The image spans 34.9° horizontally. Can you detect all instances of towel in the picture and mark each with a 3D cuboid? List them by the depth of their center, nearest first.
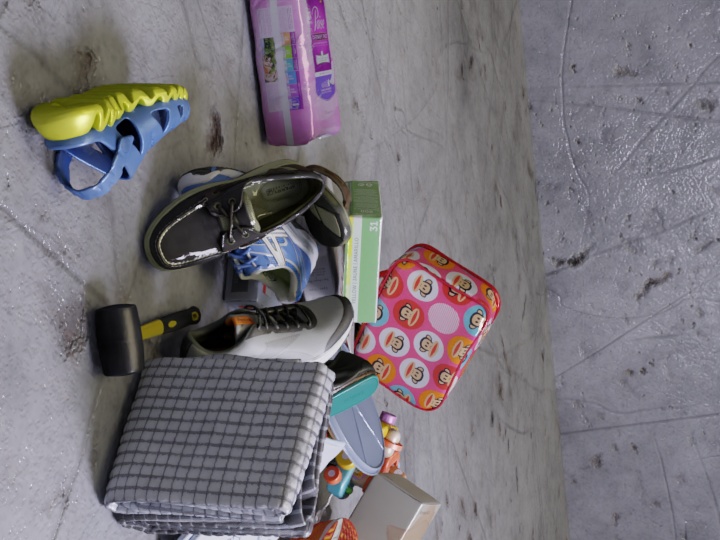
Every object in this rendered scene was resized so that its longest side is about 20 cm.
[{"bbox_3d":[-0.124,0.164,1.073,0.086,0.199,0.166,67,29,-48],"label":"towel"}]

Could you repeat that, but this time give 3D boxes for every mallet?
[{"bbox_3d":[-0.202,0.047,1.121,0.200,0.041,0.066,-44,126,-72],"label":"mallet"}]

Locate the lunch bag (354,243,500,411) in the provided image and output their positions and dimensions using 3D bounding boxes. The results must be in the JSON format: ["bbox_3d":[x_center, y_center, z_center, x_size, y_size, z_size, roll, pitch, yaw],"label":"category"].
[{"bbox_3d":[0.073,0.071,1.527,0.201,0.176,0.082,-62,171,31],"label":"lunch bag"}]

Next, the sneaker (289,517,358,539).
[{"bbox_3d":[-0.079,0.359,1.379,0.200,0.077,0.073,-13,82,-55],"label":"sneaker"}]

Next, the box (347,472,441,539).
[{"bbox_3d":[0.014,0.367,1.490,0.201,0.078,0.095,-60,157,2],"label":"box"}]

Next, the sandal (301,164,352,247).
[{"bbox_3d":[-0.044,-0.089,1.305,0.201,0.057,0.080,-129,-158,-64],"label":"sandal"}]

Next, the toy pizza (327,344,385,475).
[{"bbox_3d":[-0.026,0.162,1.423,0.201,0.032,0.200,59,15,-26],"label":"toy pizza"}]

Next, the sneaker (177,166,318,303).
[{"bbox_3d":[-0.118,-0.039,1.241,0.200,0.076,0.077,39,44,-34],"label":"sneaker"}]

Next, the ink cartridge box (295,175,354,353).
[{"bbox_3d":[-0.045,-0.007,1.493,0.200,0.044,0.177,-89,169,-59],"label":"ink cartridge box"}]

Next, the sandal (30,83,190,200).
[{"bbox_3d":[-0.221,-0.122,1.036,0.200,0.079,0.088,-36,125,-58],"label":"sandal"}]

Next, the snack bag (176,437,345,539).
[{"bbox_3d":[-0.104,0.245,1.209,0.200,0.021,0.189,-50,155,2],"label":"snack bag"}]

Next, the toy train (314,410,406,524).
[{"bbox_3d":[0.016,0.278,1.547,0.200,0.055,0.151,-28,135,-54],"label":"toy train"}]

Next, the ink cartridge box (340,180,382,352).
[{"bbox_3d":[0.000,0.000,1.344,0.200,0.048,0.146,-94,-175,-61],"label":"ink cartridge box"}]

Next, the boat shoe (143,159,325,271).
[{"bbox_3d":[-0.124,-0.060,1.165,0.200,0.066,0.072,-28,107,-28],"label":"boat shoe"}]

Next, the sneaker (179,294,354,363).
[{"bbox_3d":[-0.095,0.068,1.194,0.074,0.199,0.080,49,-29,42],"label":"sneaker"}]

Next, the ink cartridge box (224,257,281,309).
[{"bbox_3d":[-0.099,-0.009,1.404,0.200,0.050,0.163,39,51,-61],"label":"ink cartridge box"}]

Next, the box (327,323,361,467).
[{"bbox_3d":[-0.039,0.158,1.551,0.158,0.049,0.201,41,49,-64],"label":"box"}]

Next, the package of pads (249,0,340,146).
[{"bbox_3d":[-0.081,-0.262,1.454,0.120,0.075,0.201,-39,124,-70],"label":"package of pads"}]

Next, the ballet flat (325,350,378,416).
[{"bbox_3d":[-0.071,0.144,1.222,0.199,0.068,0.068,-26,145,-35],"label":"ballet flat"}]
